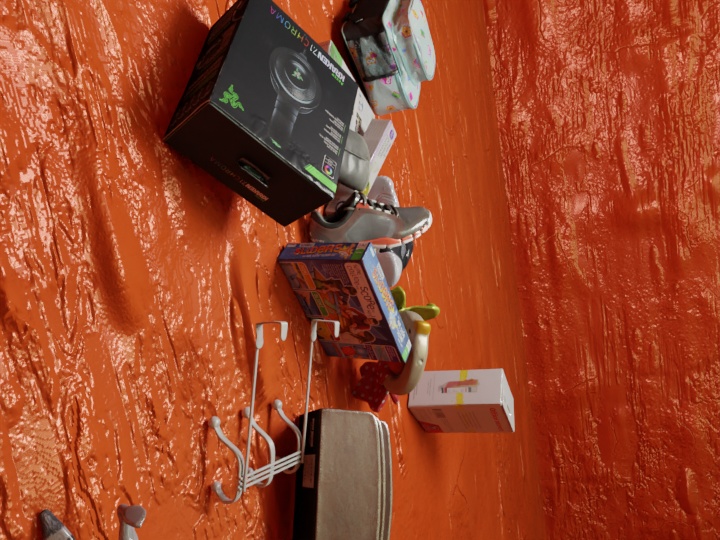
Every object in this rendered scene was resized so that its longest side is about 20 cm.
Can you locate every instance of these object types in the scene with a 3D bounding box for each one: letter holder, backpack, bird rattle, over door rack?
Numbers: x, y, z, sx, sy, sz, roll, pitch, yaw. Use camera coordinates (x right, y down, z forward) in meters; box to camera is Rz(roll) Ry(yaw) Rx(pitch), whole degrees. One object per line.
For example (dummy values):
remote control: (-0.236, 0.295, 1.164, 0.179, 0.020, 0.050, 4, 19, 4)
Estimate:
letter holder: (-0.006, 0.290, 0.823, 0.100, 0.140, 0.204, 142, -46, -63)
backpack: (0.060, -0.396, 1.175, 0.177, 0.151, 0.202, -79, 160, -47)
bird rattle: (0.053, 0.130, 1.003, 0.203, 0.111, 0.163, -69, -162, -1)
over door rack: (-0.102, 0.147, 0.731, 0.147, 0.066, 0.203, 6, 99, -68)

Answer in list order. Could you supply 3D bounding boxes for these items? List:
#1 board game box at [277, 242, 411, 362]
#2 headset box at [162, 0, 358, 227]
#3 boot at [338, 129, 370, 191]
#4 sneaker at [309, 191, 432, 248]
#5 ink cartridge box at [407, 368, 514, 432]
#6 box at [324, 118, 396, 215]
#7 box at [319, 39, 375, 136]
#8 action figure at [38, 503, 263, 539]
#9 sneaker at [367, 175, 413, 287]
board game box: (-0.018, 0.048, 0.892, 0.035, 0.133, 0.202, -62, 142, -40)
headset box: (-0.104, -0.175, 0.714, 0.173, 0.092, 0.203, 36, 49, -32)
boot: (-0.054, -0.150, 0.916, 0.200, 0.071, 0.185, 29, 59, -61)
sneaker: (0.016, -0.078, 0.945, 0.077, 0.197, 0.083, -145, -137, -63)
ink cartridge box: (0.216, 0.278, 1.342, 0.146, 0.197, 0.084, 59, 33, -47)
box: (0.003, -0.162, 1.047, 0.202, 0.041, 0.039, -66, 149, -24)
box: (-0.030, -0.260, 1.069, 0.200, 0.036, 0.147, 50, 41, -57)
action figure: (-0.174, 0.264, 0.509, 0.199, 0.104, 0.196, -39, 130, -35)
sneaker: (0.051, -0.076, 1.181, 0.114, 0.074, 0.204, -32, 120, -66)
